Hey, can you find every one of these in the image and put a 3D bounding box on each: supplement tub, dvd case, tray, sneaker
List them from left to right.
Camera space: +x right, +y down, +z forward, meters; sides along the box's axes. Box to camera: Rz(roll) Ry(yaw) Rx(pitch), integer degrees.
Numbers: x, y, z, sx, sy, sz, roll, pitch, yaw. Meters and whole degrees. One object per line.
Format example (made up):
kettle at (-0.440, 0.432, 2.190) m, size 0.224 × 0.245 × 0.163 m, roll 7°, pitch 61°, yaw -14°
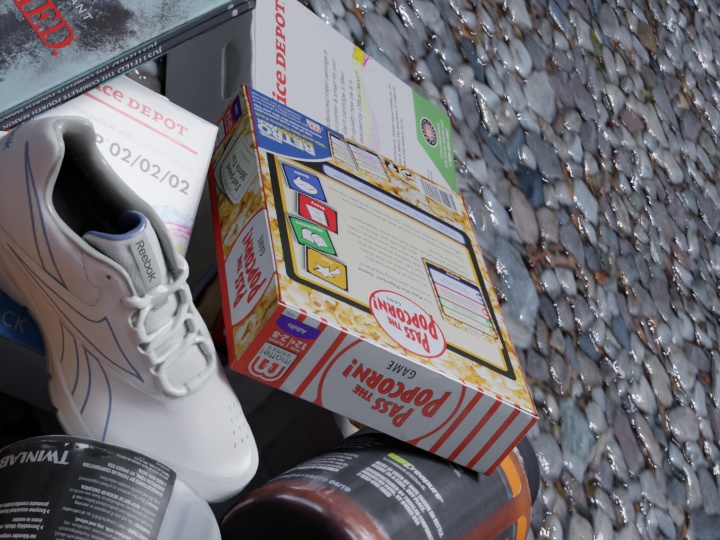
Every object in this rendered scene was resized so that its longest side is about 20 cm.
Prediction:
dvd case at (-0.172, -0.140, 0.819) m, size 0.200 × 0.022 × 0.146 m, roll -28°, pitch 67°, yaw -19°
supplement tub at (-0.137, 0.179, 0.709) m, size 0.123 × 0.122 × 0.200 m, roll 45°, pitch 38°, yaw -27°
sneaker at (-0.107, 0.020, 0.751) m, size 0.075 × 0.087 × 0.200 m, roll -42°, pitch 103°, yaw -37°
tray at (-0.027, 0.131, 0.910) m, size 0.107 × 0.022 × 0.200 m, roll -43°, pitch 122°, yaw -30°
supplement tub at (0.019, 0.130, 0.849) m, size 0.200 × 0.107 × 0.107 m, roll -21°, pitch 86°, yaw -56°

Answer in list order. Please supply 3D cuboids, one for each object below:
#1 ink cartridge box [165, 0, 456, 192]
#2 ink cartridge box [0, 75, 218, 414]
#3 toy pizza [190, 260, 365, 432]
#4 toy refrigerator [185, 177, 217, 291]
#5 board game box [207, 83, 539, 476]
ink cartridge box at (-0.029, -0.072, 1.071) m, size 0.200 × 0.084 × 0.145 m, roll 32°, pitch 43°, yaw -40°
ink cartridge box at (-0.146, -0.039, 0.844) m, size 0.115 × 0.068 × 0.200 m, roll 27°, pitch 58°, yaw -28°
toy pizza at (-0.029, 0.071, 0.937) m, size 0.200 × 0.032 × 0.201 m, roll -8°, pitch 102°, yaw -42°
toy refrigerator at (-0.037, 0.024, 1.012) m, size 0.200 × 0.070 × 0.076 m, roll 33°, pitch 40°, yaw -42°
board game box at (0.000, 0.000, 0.863) m, size 0.151 × 0.046 × 0.200 m, roll 25°, pitch 28°, yaw -24°
